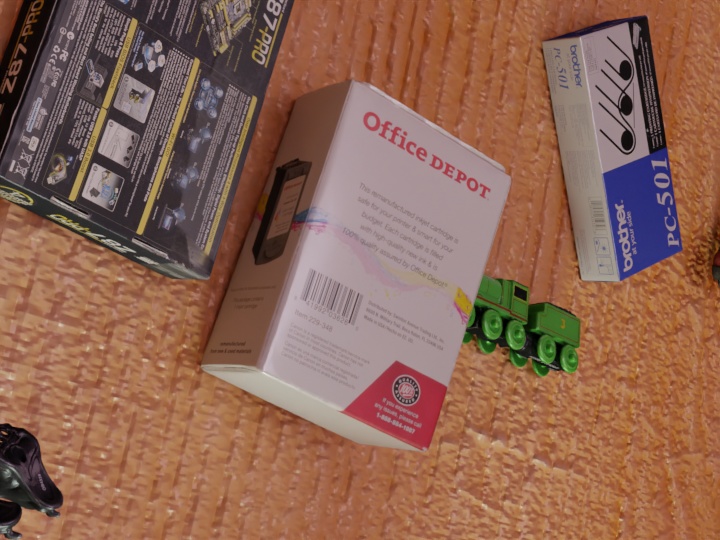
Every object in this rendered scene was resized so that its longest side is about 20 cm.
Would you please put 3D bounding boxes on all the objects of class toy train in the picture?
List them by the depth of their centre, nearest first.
[{"bbox_3d":[0.102,0.032,1.091,0.199,0.041,0.057,24,65,-41],"label":"toy train"}]

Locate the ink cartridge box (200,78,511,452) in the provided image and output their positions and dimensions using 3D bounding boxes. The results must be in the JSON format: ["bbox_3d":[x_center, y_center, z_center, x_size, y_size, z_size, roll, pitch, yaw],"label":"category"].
[{"bbox_3d":[0.000,0.000,0.948,0.147,0.085,0.202,28,71,-30],"label":"ink cartridge box"}]

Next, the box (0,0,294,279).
[{"bbox_3d":[-0.131,-0.116,0.856,0.160,0.049,0.203,27,73,-39],"label":"box"}]

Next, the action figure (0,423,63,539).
[{"bbox_3d":[-0.226,0.167,0.736,0.201,0.101,0.119,-62,174,27],"label":"action figure"}]

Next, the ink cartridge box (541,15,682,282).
[{"bbox_3d":[0.211,-0.101,1.186,0.093,0.044,0.203,-22,106,-39],"label":"ink cartridge box"}]

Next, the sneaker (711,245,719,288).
[{"bbox_3d":[0.381,-0.052,1.334,0.200,0.070,0.099,-31,112,-41],"label":"sneaker"}]
